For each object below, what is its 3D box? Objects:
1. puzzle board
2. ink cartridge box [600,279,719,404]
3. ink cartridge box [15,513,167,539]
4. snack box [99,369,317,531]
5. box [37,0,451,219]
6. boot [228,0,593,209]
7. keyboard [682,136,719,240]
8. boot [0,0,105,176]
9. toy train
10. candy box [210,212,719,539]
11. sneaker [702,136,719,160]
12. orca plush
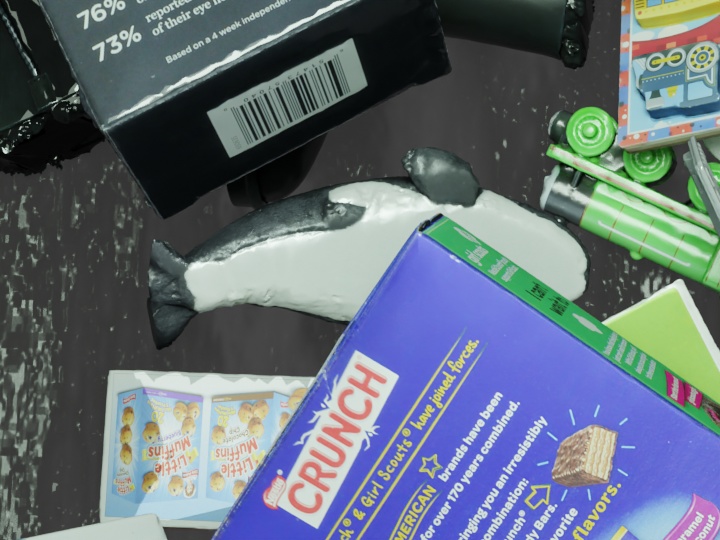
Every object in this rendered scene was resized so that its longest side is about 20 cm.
[{"bbox_3d":[0.202,-0.137,0.926,0.198,0.017,0.152,-11,60,28],"label":"puzzle board"},{"bbox_3d":[0.080,0.111,0.922,0.199,0.076,0.149,-28,90,8],"label":"ink cartridge box"},{"bbox_3d":[-0.169,0.208,0.881,0.200,0.147,0.146,-33,72,41],"label":"ink cartridge box"},{"bbox_3d":[-0.020,0.085,0.990,0.198,0.024,0.073,2,82,8],"label":"snack box"},{"bbox_3d":[-0.072,-0.151,0.915,0.147,0.104,0.201,-26,69,-1],"label":"box"},{"bbox_3d":[0.026,-0.120,0.994,0.161,0.073,0.200,7,79,6],"label":"boot"},{"bbox_3d":[0.182,0.038,0.918,0.011,0.056,0.201,-25,101,6],"label":"keyboard"},{"bbox_3d":[-0.137,-0.149,1.025,0.197,0.073,0.164,-27,75,9],"label":"boot"},{"bbox_3d":[0.170,-0.014,0.977,0.199,0.042,0.057,25,94,11],"label":"toy train"},{"bbox_3d":[0.062,0.103,0.847,0.199,0.077,0.170,34,99,3],"label":"candy box"},{"bbox_3d":[0.253,-0.057,0.952,0.199,0.088,0.076,27,125,16],"label":"sneaker"},{"bbox_3d":[0.000,0.000,0.987,0.198,0.071,0.106,-17,104,-6],"label":"orca plush"}]
